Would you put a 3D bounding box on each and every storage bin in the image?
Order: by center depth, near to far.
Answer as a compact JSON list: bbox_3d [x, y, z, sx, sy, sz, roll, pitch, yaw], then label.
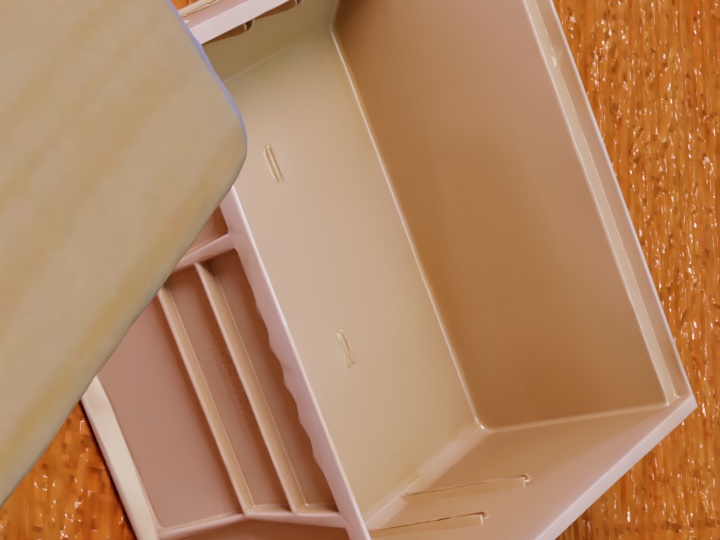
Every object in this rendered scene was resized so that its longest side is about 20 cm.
[{"bbox_3d":[0.000,0.000,0.852,0.200,0.093,0.200,-34,107,-51],"label":"storage bin"}]

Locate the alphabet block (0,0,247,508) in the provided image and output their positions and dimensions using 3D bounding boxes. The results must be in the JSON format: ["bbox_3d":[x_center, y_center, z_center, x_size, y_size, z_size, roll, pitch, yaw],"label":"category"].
[{"bbox_3d":[-0.176,-0.025,0.552,0.197,0.195,0.200,56,43,-23],"label":"alphabet block"}]
